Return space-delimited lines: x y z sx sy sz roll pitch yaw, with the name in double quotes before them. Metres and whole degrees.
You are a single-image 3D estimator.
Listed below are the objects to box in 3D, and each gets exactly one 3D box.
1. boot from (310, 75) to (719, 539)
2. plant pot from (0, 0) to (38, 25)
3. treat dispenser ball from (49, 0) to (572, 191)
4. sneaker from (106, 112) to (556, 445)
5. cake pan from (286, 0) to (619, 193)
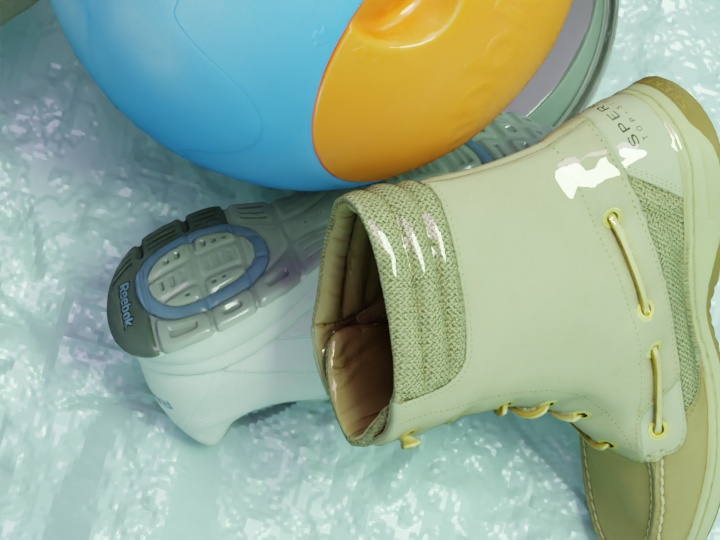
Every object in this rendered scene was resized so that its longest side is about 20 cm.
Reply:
"boot" 0.060 0.042 0.829 0.154 0.202 0.073 -20 34 -27
"plant pot" -0.220 -0.126 0.842 0.183 0.201 0.201 -31 81 -28
"treat dispenser ball" -0.018 -0.130 0.811 0.199 0.201 0.203 3 73 -8
"sneaker" 0.000 0.000 0.882 0.198 0.087 0.075 -22 47 -7
"cake pan" 0.013 -0.125 0.935 0.198 0.037 0.202 1 78 -5
